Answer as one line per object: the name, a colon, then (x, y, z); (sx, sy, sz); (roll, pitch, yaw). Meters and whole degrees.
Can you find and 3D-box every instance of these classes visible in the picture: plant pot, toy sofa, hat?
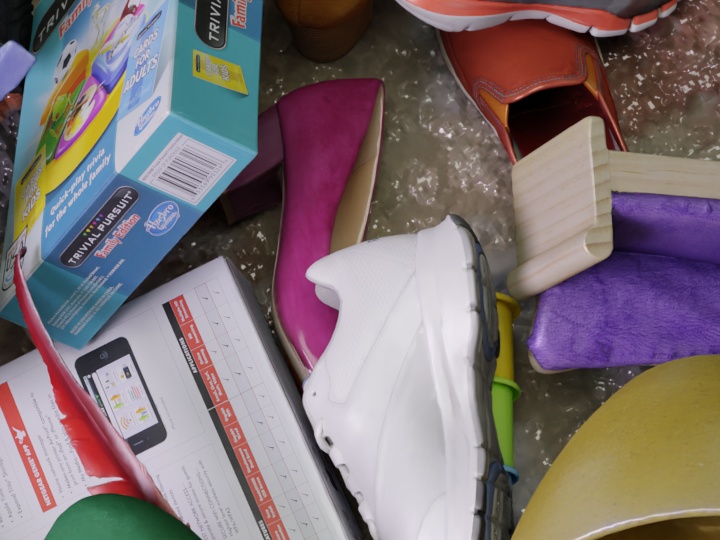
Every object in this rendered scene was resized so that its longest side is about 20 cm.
plant pot: (0.152, 0.121, 1.138); (0.199, 0.201, 0.142); (4, 41, 3)
toy sofa: (0.170, -0.005, 1.187); (0.199, 0.083, 0.098); (4, 75, -22)
hat: (-0.080, 0.098, 1.050); (0.199, 0.166, 0.177); (10, 95, 11)

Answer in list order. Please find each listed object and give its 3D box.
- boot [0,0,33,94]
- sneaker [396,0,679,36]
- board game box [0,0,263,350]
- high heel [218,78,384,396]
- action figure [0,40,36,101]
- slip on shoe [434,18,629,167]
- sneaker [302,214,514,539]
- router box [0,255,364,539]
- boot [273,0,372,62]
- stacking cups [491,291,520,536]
boot: (-0.225, -0.120, 1.220); (0.131, 0.200, 0.070); (4, 77, -1)
sneaker: (0.103, -0.162, 1.251); (0.199, 0.082, 0.077); (-14, 58, -39)
board game box: (-0.102, -0.088, 1.195); (0.047, 0.151, 0.201); (24, 42, -24)
high heel: (0.000, 0.000, 1.235); (0.096, 0.067, 0.201); (-23, 70, -4)
action figure: (-0.188, -0.011, 1.170); (0.104, 0.194, 0.200); (37, 101, -28)
slip on shoe: (0.087, -0.086, 1.270); (0.074, 0.061, 0.201); (-18, 69, -4)
sneaker: (0.020, 0.077, 1.155); (0.087, 0.075, 0.201); (-8, 66, 11)
router box: (-0.096, 0.122, 1.184); (0.179, 0.049, 0.201); (-26, 71, 4)
boot: (0.016, -0.204, 1.271); (0.071, 0.144, 0.202); (25, 71, 9)
stacking cups: (0.047, 0.110, 1.195); (0.060, 0.061, 0.201); (-2, 69, 1)
